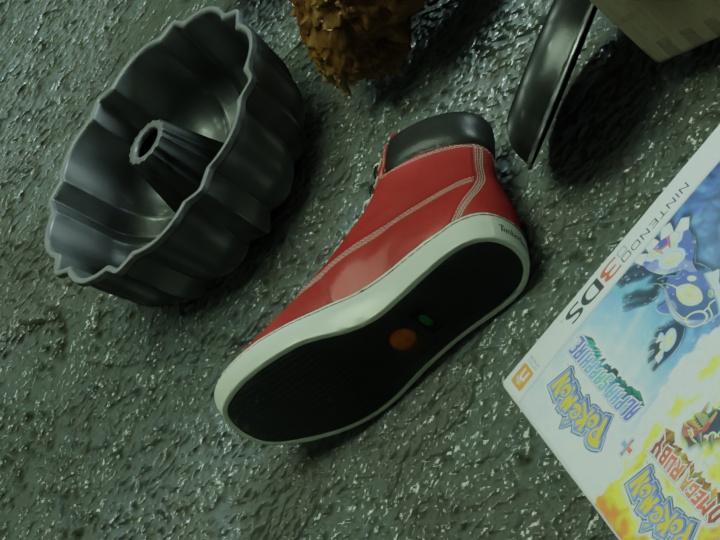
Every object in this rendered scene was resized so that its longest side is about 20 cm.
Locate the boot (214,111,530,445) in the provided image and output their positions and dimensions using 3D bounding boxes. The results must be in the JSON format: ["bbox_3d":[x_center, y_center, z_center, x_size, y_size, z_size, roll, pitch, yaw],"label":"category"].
[{"bbox_3d":[0.000,0.000,1.406,0.200,0.072,0.145,-35,35,18],"label":"boot"}]

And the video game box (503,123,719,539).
[{"bbox_3d":[0.168,0.039,1.154,0.182,0.047,0.200,-53,31,10],"label":"video game box"}]

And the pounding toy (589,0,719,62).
[{"bbox_3d":[0.170,-0.204,1.269,0.142,0.184,0.201,-23,37,46],"label":"pounding toy"}]

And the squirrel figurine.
[{"bbox_3d":[0.005,-0.213,1.537,0.186,0.141,0.201,-7,53,60],"label":"squirrel figurine"}]

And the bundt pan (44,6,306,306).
[{"bbox_3d":[-0.109,-0.063,1.607,0.202,0.076,0.203,-34,38,32],"label":"bundt pan"}]

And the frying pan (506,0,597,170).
[{"bbox_3d":[0.119,-0.143,1.355,0.115,0.031,0.191,96,-164,-76],"label":"frying pan"}]
